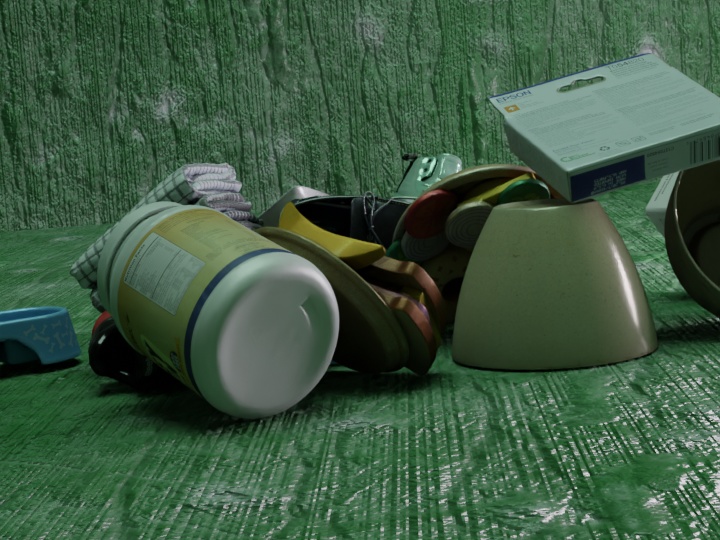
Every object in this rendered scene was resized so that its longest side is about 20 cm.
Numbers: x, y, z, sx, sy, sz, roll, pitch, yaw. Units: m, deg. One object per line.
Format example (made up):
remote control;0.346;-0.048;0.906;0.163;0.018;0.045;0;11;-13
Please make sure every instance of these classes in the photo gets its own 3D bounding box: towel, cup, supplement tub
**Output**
towel;-0.195;-0.027;1.666;0.165;0.086;0.200;-41;-5;11
cup;0.181;0.007;1.533;0.198;0.145;0.200;-5;6;1
supplement tub;-0.127;0.028;1.375;0.143;0.146;0.199;-9;24;-37

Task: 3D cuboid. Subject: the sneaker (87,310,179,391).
sneaker;-0.168;0.076;1.507;0.198;0.072;0.098;0;14;10

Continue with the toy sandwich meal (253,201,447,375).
toy sandwich meal;-0.014;0.017;1.460;0.070;0.206;0.204;-50;28;-23

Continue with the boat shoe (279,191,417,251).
boat shoe;0.006;-0.046;1.712;0.198;0.076;0.062;5;-1;9

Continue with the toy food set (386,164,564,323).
toy food set;0.124;-0.033;1.650;0.198;0.049;0.198;-23;-41;11

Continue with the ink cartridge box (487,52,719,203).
ink cartridge box;0.252;-0.145;1.580;0.198;0.041;0.200;-16;31;-11

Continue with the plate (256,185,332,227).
plate;-0.090;-0.013;1.861;0.199;0.032;0.199;-40;-23;18

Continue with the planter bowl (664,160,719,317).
planter bowl;0.392;-0.028;1.608;0.198;0.202;0.135;-5;-21;-9

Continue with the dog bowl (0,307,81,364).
dog bowl;-0.392;0.076;1.674;0.198;0.050;0.111;-10;8;-34

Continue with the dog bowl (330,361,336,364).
dog bowl;-0.026;0.058;1.644;0.110;0.050;0.200;-3;7;13

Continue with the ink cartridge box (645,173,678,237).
ink cartridge box;0.444;-0.050;1.787;0.199;0.146;0.084;4;54;51

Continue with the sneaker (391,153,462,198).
sneaker;0.093;-0.088;1.807;0.074;0.119;0.200;36;-18;-28
